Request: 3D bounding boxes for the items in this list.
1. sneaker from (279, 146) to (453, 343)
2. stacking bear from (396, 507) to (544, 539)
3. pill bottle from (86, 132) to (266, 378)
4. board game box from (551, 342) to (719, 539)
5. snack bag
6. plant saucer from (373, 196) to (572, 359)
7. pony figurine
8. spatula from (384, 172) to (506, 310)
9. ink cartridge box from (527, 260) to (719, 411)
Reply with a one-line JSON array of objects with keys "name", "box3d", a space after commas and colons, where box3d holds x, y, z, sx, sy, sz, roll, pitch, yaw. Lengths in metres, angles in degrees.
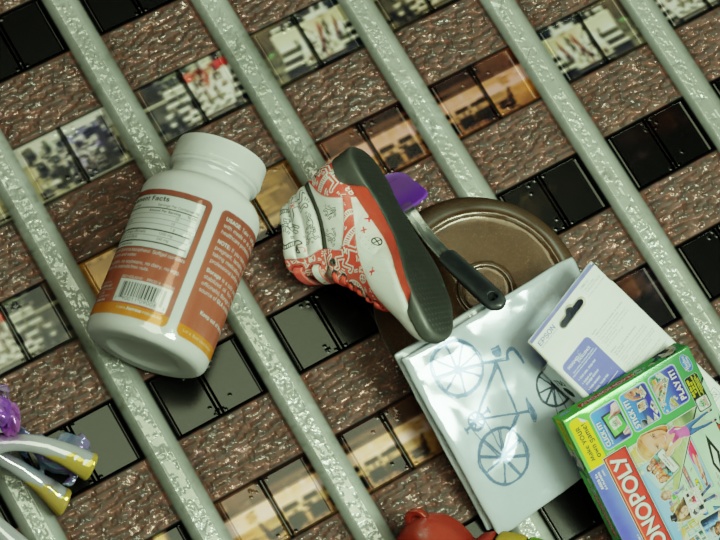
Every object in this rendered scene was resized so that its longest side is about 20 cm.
[{"name": "sneaker", "box3d": [0.000, 0.000, 1.717, 0.108, 0.067, 0.201, -36, 67, 25]}, {"name": "stacking bear", "box3d": [0.119, 0.273, 1.647, 0.200, 0.122, 0.114, 25, 40, 11]}, {"name": "pill bottle", "box3d": [-0.155, -0.015, 1.698, 0.112, 0.112, 0.200, 21, 70, -1]}, {"name": "board game box", "box3d": [0.270, 0.184, 1.697, 0.135, 0.029, 0.200, -30, 100, -14]}, {"name": "snack bag", "box3d": [0.153, 0.106, 1.723, 0.200, 0.021, 0.189, -32, 97, -18]}, {"name": "plant saucer", "box3d": [0.112, 0.022, 1.765, 0.200, 0.034, 0.200, 2, 72, -6]}, {"name": "pony figurine", "box3d": [-0.329, 0.150, 1.615, 0.200, 0.167, 0.193, 26, 78, -15]}, {"name": "spatula", "box3d": [0.067, -0.027, 1.738, 0.057, 0.021, 0.200, -34, 56, -14]}, {"name": "ink cartridge box", "box3d": [0.238, 0.093, 1.722, 0.200, 0.039, 0.099, 45, 75, -14]}]
